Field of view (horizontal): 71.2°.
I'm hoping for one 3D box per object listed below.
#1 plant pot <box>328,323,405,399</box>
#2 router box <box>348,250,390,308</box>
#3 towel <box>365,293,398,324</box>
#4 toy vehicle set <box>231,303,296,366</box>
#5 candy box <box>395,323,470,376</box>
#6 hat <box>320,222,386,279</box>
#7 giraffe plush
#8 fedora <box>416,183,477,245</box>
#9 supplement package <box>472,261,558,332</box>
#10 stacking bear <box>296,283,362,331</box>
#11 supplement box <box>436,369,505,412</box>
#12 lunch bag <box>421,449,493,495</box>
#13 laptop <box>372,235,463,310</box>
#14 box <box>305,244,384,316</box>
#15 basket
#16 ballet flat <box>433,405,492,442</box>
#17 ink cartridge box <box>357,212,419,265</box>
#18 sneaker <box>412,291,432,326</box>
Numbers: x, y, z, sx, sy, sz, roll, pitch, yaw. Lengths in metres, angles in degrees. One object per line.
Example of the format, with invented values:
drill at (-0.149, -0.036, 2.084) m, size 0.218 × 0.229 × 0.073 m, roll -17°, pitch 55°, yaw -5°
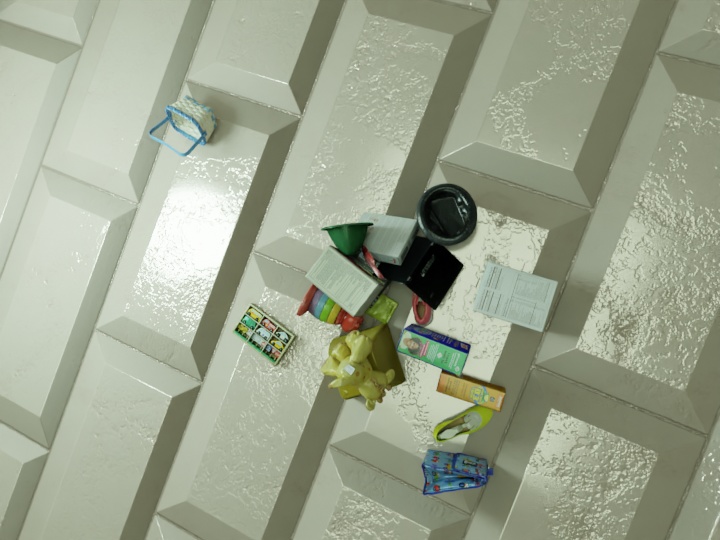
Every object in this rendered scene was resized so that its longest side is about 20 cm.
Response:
plant pot at (0.005, 0.295, 1.553) m, size 0.200 × 0.176 × 0.200 m, roll -19°, pitch 88°, yaw 13°
router box at (0.000, 0.000, 1.634) m, size 0.200 × 0.052 × 0.157 m, roll 37°, pitch 88°, yaw 13°
towel at (0.020, 0.093, 1.651) m, size 0.200 × 0.018 × 0.086 m, roll 30°, pitch 95°, yaw 14°
toy vehicle set at (-0.331, 0.218, 1.726) m, size 0.200 × 0.027 × 0.124 m, roll 34°, pitch 95°, yaw 14°
candy box at (0.224, 0.234, 1.514) m, size 0.200 × 0.169 × 0.077 m, roll 18°, pitch 95°, yaw 14°
hat at (-0.029, -0.052, 1.543) m, size 0.165 × 0.200 × 0.176 m, roll -7°, pitch 92°, yaw -7°
giraffe plush at (0.008, 0.287, 1.396) m, size 0.173 × 0.200 × 0.162 m, roll -45°, pitch 111°, yaw 6°
fedora at (0.268, -0.164, 1.563) m, size 0.200 × 0.092 × 0.201 m, roll -3°, pitch 76°, yaw 11°
supplement package at (0.448, 0.076, 1.476) m, size 0.200 × 0.152 × 0.151 m, roll 17°, pitch 91°, yaw 14°
stacking bear at (-0.086, 0.131, 1.634) m, size 0.200 × 0.121 × 0.114 m, roll 27°, pitch 102°, yaw 4°
supplement box at (0.336, 0.363, 1.532) m, size 0.200 × 0.069 × 0.067 m, roll 15°, pitch 92°, yaw 12°
lunch bag at (0.290, 0.597, 1.485) m, size 0.200 × 0.151 × 0.094 m, roll -3°, pitch 86°, yaw 14°
laptop at (0.181, -0.002, 1.574) m, size 0.200 × 0.116 × 0.187 m, roll 41°, pitch 67°, yaw -10°
box at (-0.046, 0.033, 1.552) m, size 0.200 × 0.109 × 0.128 m, roll 39°, pitch 94°, yaw 13°
basket at (-0.616, -0.502, 1.772) m, size 0.176 × 0.139 × 0.200 m, roll 33°, pitch 64°, yaw 14°
ballet flat at (0.311, 0.472, 1.530) m, size 0.200 × 0.067 × 0.067 m, roll -28°, pitch 80°, yaw 11°
ink cartridge box at (0.068, -0.104, 1.607) m, size 0.200 × 0.050 × 0.162 m, roll 11°, pitch 56°, yaw 30°
sneaker at (0.197, 0.075, 1.571) m, size 0.074 × 0.087 × 0.200 m, roll -3°, pitch 84°, yaw 13°
